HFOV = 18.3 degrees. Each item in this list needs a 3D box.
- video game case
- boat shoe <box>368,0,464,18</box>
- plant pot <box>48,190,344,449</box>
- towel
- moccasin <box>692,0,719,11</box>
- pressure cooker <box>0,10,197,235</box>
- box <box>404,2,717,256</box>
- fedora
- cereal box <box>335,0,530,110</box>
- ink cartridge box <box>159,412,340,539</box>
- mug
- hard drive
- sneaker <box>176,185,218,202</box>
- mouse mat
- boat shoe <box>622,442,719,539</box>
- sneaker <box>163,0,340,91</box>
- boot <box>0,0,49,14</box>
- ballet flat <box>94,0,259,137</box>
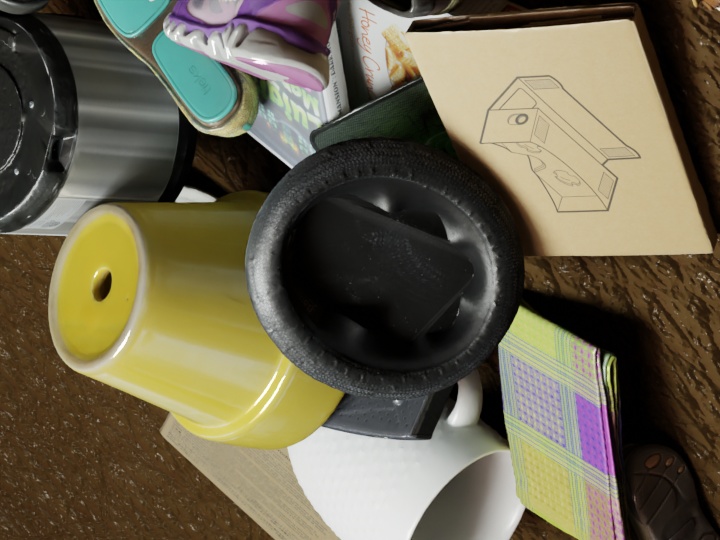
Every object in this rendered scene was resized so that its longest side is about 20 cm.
[{"bbox_3d":[-0.073,-0.159,1.633,0.200,0.023,0.183,39,151,40],"label":"video game case"},{"bbox_3d":[-0.015,-0.238,1.470,0.201,0.066,0.072,43,123,13],"label":"boat shoe"},{"bbox_3d":[-0.128,0.027,1.723,0.188,0.202,0.200,14,170,-39],"label":"plant pot"},{"bbox_3d":[0.154,0.121,1.689,0.143,0.023,0.201,31,137,52],"label":"towel"},{"bbox_3d":[0.182,-0.198,1.300,0.201,0.078,0.074,44,149,2],"label":"moccasin"},{"bbox_3d":[-0.227,-0.110,1.759,0.175,0.199,0.180,10,95,39],"label":"pressure cooker"},{"bbox_3d":[0.134,-0.088,1.481,0.162,0.021,0.201,-1,134,29],"label":"box"},{"bbox_3d":[0.012,-0.011,1.552,0.201,0.200,0.092,61,180,-24],"label":"fedora"},{"bbox_3d":[0.033,-0.152,1.564,0.199,0.040,0.144,27,145,28],"label":"cereal box"},{"bbox_3d":[-0.072,0.157,2.009,0.200,0.075,0.165,42,147,6],"label":"ink cartridge box"},{"bbox_3d":[0.036,0.138,1.819,0.175,0.147,0.201,36,119,34],"label":"mug"},{"bbox_3d":[0.001,0.066,1.774,0.199,0.136,0.042,10,160,45],"label":"hard drive"},{"bbox_3d":[-0.173,-0.031,1.930,0.199,0.081,0.146,22,173,-1],"label":"sneaker"},{"bbox_3d":[0.077,-0.072,1.550,0.199,0.008,0.161,-24,121,40],"label":"mouse mat"},{"bbox_3d":[0.234,0.215,1.736,0.073,0.074,0.201,15,130,54],"label":"boat shoe"},{"bbox_3d":[-0.065,-0.175,1.490,0.080,0.089,0.200,17,-179,-27],"label":"sneaker"},{"bbox_3d":[-0.259,-0.309,1.632,0.158,0.079,0.212,-36,73,59],"label":"boot"},{"bbox_3d":[-0.139,-0.177,1.651,0.200,0.070,0.071,54,152,18],"label":"ballet flat"}]
